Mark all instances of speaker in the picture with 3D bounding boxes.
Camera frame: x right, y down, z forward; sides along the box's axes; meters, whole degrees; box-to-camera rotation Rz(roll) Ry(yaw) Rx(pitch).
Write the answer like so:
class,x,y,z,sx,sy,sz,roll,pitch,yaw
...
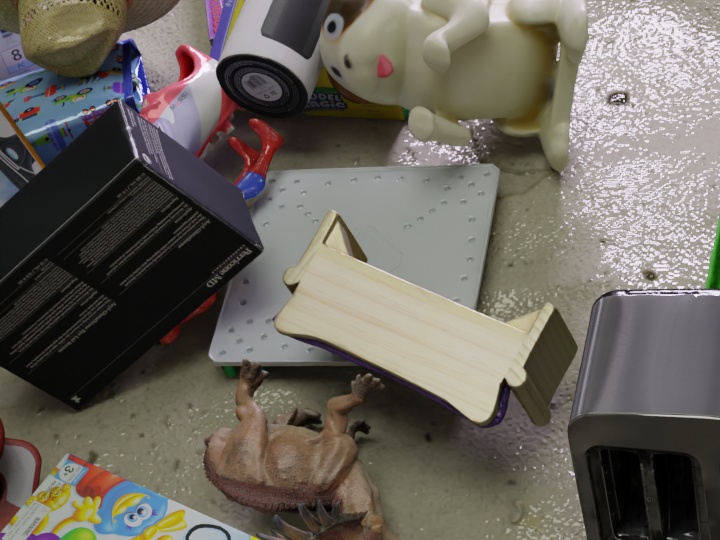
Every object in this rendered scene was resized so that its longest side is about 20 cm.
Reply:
class,x,y,z,sx,sy,sz,roll,pitch,yaw
speaker,-0.050,-0.227,1.569,0.081,0.081,0.201,6,57,22

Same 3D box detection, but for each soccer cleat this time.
class,x,y,z,sx,sy,sz,roll,pitch,yaw
soccer cleat,-0.161,-0.099,1.524,0.067,0.076,0.200,-33,19,51

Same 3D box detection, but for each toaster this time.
class,x,y,z,sx,sy,sz,roll,pitch,yaw
toaster,0.230,0.101,1.180,0.180,0.201,0.119,3,44,18

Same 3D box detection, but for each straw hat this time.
class,x,y,z,sx,sy,sz,roll,pitch,yaw
straw hat,-0.239,-0.208,1.584,0.200,0.201,0.086,-8,63,9

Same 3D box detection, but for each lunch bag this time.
class,x,y,z,sx,sy,sz,roll,pitch,yaw
lunch bag,-0.257,-0.136,1.638,0.150,0.094,0.200,-20,36,2

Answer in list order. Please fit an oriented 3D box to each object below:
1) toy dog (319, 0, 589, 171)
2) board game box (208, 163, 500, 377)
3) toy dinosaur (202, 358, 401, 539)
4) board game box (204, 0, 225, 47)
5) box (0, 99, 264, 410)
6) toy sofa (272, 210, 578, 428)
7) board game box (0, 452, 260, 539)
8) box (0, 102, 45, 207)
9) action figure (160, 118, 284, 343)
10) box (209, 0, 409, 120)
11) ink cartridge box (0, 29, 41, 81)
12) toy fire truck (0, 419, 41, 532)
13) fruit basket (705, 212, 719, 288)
class,x,y,z,sx,sy,sz,roll,pitch,yaw
toy dog,0.067,-0.182,1.500,0.198,0.140,0.195,4,42,-5
board game box,0.000,0.000,1.464,0.199,0.026,0.201,-1,48,17
toy dinosaur,-0.052,0.142,1.312,0.199,0.086,0.136,8,57,30
board game box,-0.087,-0.280,1.752,0.119,0.032,0.201,-12,46,2
box,-0.194,-0.007,1.401,0.200,0.141,0.079,-39,40,15
toy sofa,0.043,0.046,1.334,0.199,0.083,0.098,23,75,26
board game box,-0.133,0.218,1.246,0.199,0.105,0.103,19,56,30
box,-0.302,-0.052,1.517,0.119,0.201,0.041,-35,2,1
action figure,-0.120,-0.028,1.495,0.065,0.052,0.201,-26,38,51
box,-0.025,-0.188,1.616,0.199,0.048,0.118,4,60,14
ink cartridge box,-0.378,-0.233,1.675,0.159,0.201,0.047,-22,45,-4
toy fire truck,-0.332,0.171,1.341,0.199,0.112,0.169,10,74,-12
fruit basket,0.310,-0.021,1.268,0.154,0.216,0.216,3,49,19
